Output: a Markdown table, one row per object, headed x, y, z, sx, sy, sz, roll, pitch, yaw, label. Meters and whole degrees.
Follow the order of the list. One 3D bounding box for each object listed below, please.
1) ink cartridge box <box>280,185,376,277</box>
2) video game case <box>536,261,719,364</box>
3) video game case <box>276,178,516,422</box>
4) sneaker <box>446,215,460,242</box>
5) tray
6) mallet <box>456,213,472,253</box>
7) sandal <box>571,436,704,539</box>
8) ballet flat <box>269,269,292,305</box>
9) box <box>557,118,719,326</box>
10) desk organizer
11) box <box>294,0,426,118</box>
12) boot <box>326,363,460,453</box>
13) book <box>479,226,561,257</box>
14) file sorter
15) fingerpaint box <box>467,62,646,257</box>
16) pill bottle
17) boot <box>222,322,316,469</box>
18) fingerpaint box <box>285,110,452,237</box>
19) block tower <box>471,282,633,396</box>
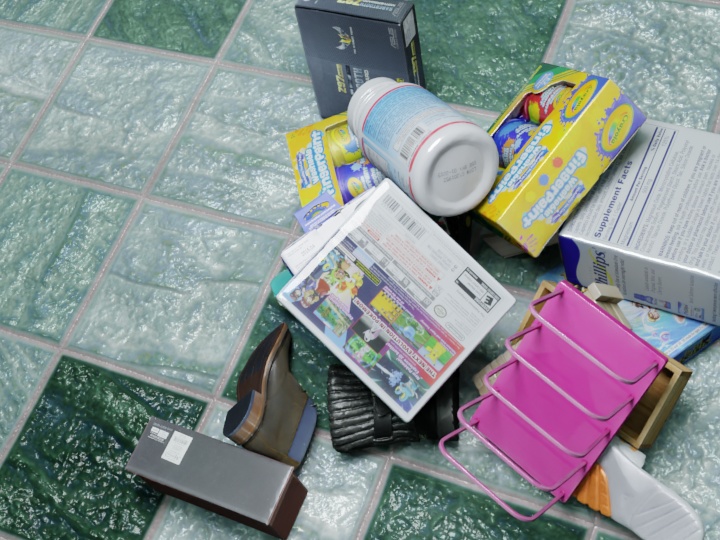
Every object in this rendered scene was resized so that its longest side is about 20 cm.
| x | y | z | sx | sy | sz | roll | pitch | yaw | label |
| --- | --- | --- | --- | --- | --- | --- | --- | --- | --- |
| 0.000 | 0.000 | 1.251 | 0.136 | 0.076 | 0.201 | -35 | 88 | -6 | ink cartridge box |
| 0.342 | 0.025 | 1.301 | 0.199 | 0.046 | 0.182 | -35 | 57 | -5 | video game case |
| 0.039 | 0.032 | 1.202 | 0.200 | 0.023 | 0.182 | 43 | 83 | 2 | video game case |
| 0.083 | -0.094 | 1.435 | 0.072 | 0.072 | 0.202 | -29 | 54 | 33 | sneaker |
| 0.267 | 0.104 | 1.242 | 0.200 | 0.037 | 0.099 | 37 | 108 | 37 | tray |
| 0.127 | -0.084 | 1.392 | 0.065 | 0.041 | 0.201 | 27 | 51 | -12 | mallet |
| 0.291 | 0.235 | 1.184 | 0.206 | 0.059 | 0.080 | 38 | 113 | 40 | sandal |
| -0.014 | 0.021 | 1.390 | 0.198 | 0.072 | 0.072 | -12 | 58 | 11 | ballet flat |
| 0.354 | -0.061 | 1.258 | 0.199 | 0.105 | 0.185 | 18 | 66 | 25 | box |
| -0.168 | 0.247 | 1.296 | 0.198 | 0.077 | 0.072 | 15 | 66 | 23 | desk organizer |
| 0.005 | -0.280 | 1.478 | 0.156 | 0.201 | 0.051 | 16 | 54 | 22 | box |
| 0.038 | 0.112 | 1.315 | 0.156 | 0.080 | 0.213 | -5 | 60 | 13 | boot |
| 0.245 | -0.117 | 1.369 | 0.133 | 0.048 | 0.201 | -12 | 44 | 58 | book |
| 0.192 | 0.139 | 1.137 | 0.139 | 0.125 | 0.201 | 39 | 114 | 21 | file sorter |
| 0.207 | -0.135 | 1.272 | 0.200 | 0.073 | 0.167 | -51 | 25 | 2 | fingerpaint box |
| 0.064 | -0.150 | 1.257 | 0.108 | 0.109 | 0.200 | -36 | 40 | -6 | pill bottle |
| -0.099 | 0.156 | 1.346 | 0.075 | 0.097 | 0.201 | -38 | 21 | 36 | boot |
| 0.007 | -0.108 | 1.377 | 0.165 | 0.073 | 0.201 | -19 | 56 | 8 | fingerpaint box |
| 0.213 | 0.095 | 1.231 | 0.200 | 0.054 | 0.058 | -44 | 60 | 29 | block tower |
